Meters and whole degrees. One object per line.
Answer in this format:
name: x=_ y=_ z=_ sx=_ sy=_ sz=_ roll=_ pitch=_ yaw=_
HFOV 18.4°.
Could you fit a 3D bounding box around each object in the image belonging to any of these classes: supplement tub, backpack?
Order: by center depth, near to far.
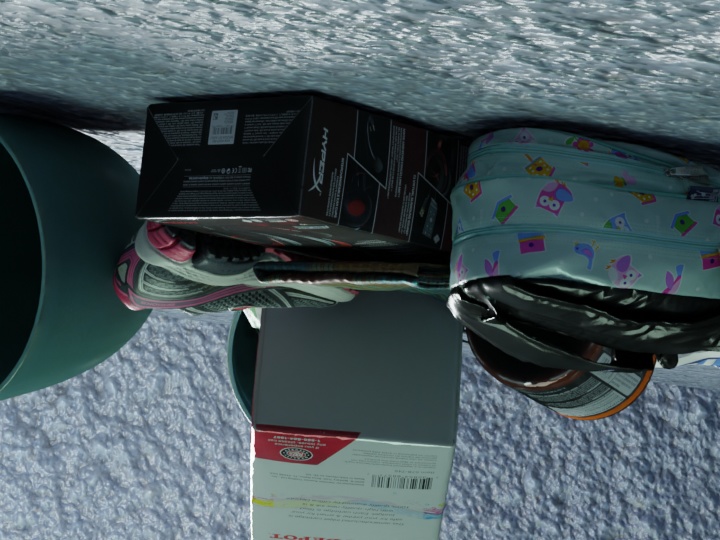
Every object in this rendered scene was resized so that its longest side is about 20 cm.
backpack: x=0.147 y=-0.013 z=1.336 sx=0.199 sy=0.127 sz=0.167 roll=10 pitch=162 yaw=-21
supplement tub: x=0.154 y=0.050 z=1.617 sx=0.106 sy=0.108 sz=0.200 roll=4 pitch=170 yaw=23

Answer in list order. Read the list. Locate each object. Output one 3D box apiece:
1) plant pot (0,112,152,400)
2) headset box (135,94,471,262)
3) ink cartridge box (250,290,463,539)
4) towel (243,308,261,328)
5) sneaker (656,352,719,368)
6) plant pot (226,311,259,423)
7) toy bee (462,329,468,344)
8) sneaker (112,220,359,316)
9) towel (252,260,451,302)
plant pot: x=-0.227 y=-0.012 z=1.501 sx=0.200 sy=0.202 sz=0.161 roll=3 pitch=-175 yaw=38
headset box: x=-0.016 y=-0.052 z=1.383 sx=0.148 sy=0.075 sz=0.199 roll=1 pitch=172 yaw=43
ink cartridge box: x=-0.005 y=0.103 z=1.620 sx=0.144 sy=0.145 sz=0.200 roll=4 pitch=149 yaw=-1
towel: x=0.000 y=0.000 z=1.608 sx=0.199 sy=0.024 sz=0.153 roll=-2 pitch=151 yaw=12
sneaker: x=0.328 y=0.064 z=2.175 sx=0.199 sy=0.081 sz=0.146 roll=-1 pitch=168 yaw=20
plant pot: x=-0.028 y=0.054 z=2.027 sx=0.199 sy=0.201 sz=0.188 roll=7 pitch=-170 yaw=-8
toy bee: x=0.037 y=0.045 z=1.764 sx=0.200 sy=0.109 sz=0.131 roll=54 pitch=172 yaw=-25
sneaker: x=-0.081 y=-0.006 z=1.482 sx=0.199 sy=0.081 sz=0.075 roll=10 pitch=132 yaw=-47
towel: x=0.049 y=0.008 z=1.440 sx=0.146 sy=0.022 sz=0.199 roll=0 pitch=177 yaw=42
